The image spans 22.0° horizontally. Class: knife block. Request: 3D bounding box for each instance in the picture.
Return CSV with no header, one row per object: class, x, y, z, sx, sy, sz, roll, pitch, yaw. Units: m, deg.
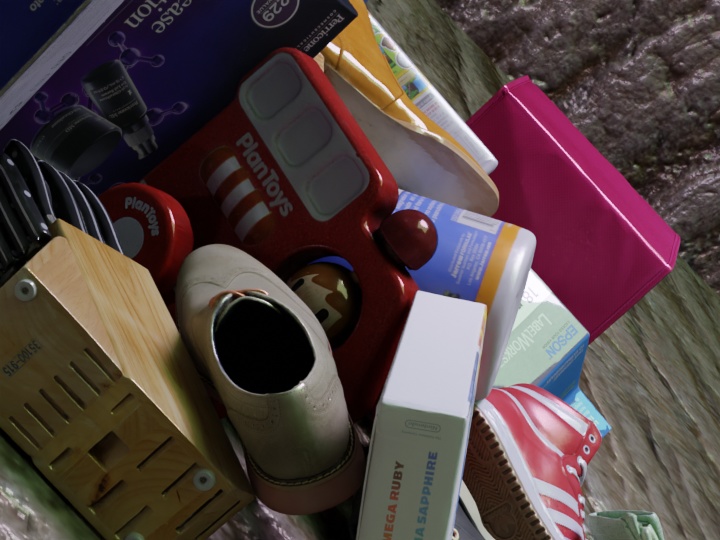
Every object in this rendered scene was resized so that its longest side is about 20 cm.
knife block,-0.128,0.032,0.900,0.200,0.064,0.176,47,15,-6

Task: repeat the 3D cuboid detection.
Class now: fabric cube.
fabric cube,0.129,-0.023,1.562,0.199,0.200,0.196,47,14,0

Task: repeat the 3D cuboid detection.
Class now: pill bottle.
pill bottle,0.000,0.000,1.155,0.200,0.112,0.112,17,12,7

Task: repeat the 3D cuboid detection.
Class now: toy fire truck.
toy fire truck,-0.047,-0.005,1.027,0.200,0.168,0.112,57,16,26

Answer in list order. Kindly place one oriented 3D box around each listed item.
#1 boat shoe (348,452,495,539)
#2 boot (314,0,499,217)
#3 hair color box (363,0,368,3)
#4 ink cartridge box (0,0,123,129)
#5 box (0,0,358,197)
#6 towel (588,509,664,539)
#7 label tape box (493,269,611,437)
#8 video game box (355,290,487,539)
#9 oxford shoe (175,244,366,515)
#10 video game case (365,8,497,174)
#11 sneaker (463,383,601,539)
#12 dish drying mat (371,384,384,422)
boat shoe,0.063,0.185,1.082,0.201,0.074,0.063,50,41,-25
boot,0.009,-0.123,1.215,0.201,0.071,0.144,29,39,-29
hair color box,-0.070,-0.176,1.351,0.061,0.200,0.100,44,13,-16
ink cartridge box,-0.166,-0.109,0.885,0.043,0.196,0.200,45,13,-7
box,-0.124,-0.131,1.063,0.141,0.200,0.079,32,20,-48
towel,0.168,0.238,1.068,0.153,0.023,0.200,114,-35,-81
label tape box,0.083,0.069,1.286,0.200,0.144,0.063,48,-31,1
video game box,0.024,0.123,0.910,0.047,0.182,0.200,12,15,3
oxford shoe,-0.048,0.030,0.890,0.200,0.071,0.074,-128,-160,-53
video game case,-0.037,-0.079,1.246,0.182,0.200,0.023,49,-18,2
sneaker,0.122,0.163,1.188,0.112,0.071,0.200,-14,78,-54
dish drying mat,0.023,0.094,1.126,0.077,0.018,0.200,58,-8,25
